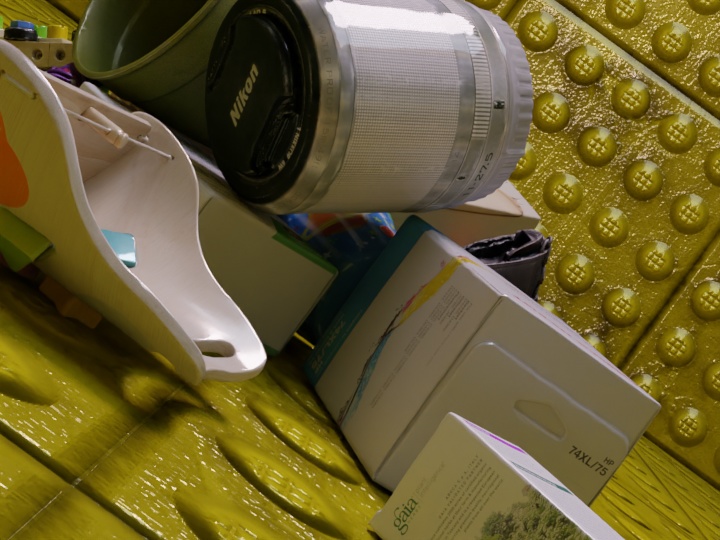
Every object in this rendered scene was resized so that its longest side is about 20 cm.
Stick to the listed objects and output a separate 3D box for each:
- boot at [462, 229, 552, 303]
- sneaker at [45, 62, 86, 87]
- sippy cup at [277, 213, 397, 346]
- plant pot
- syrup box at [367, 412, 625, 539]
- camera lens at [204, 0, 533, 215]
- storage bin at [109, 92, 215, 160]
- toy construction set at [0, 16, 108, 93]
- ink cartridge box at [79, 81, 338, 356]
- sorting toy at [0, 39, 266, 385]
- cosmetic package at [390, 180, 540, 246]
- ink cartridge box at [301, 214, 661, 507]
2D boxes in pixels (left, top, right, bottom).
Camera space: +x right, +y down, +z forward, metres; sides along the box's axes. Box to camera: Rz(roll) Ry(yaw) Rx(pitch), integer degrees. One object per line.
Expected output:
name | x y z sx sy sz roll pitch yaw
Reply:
boot | 0.129 0.050 1.147 0.199 0.175 0.069 -8 29 -39
sneaker | -0.253 -0.131 1.094 0.080 0.084 0.200 37 5 13
sippy cup | -0.013 0.007 1.123 0.177 0.140 0.130 31 8 -32
plant pot | -0.094 -0.175 1.144 0.193 0.200 0.200 43 0 -35
syrup box | 0.102 0.165 0.726 0.081 0.079 0.200 31 7 -47
camera lens | 0.002 -0.121 1.002 0.199 0.161 0.160 -3 29 -36
storage bin | -0.150 -0.081 1.298 0.200 0.094 0.199 34 5 -20
toy construction set | -0.252 -0.186 1.233 0.131 0.199 0.093 2 78 -79
ink cartridge box | -0.133 -0.040 1.042 0.146 0.084 0.200 31 7 -46
sorting toy | -0.127 -0.009 0.752 0.180 0.107 0.200 44 6 12
cosmetic package | 0.061 -0.063 1.323 0.199 0.073 0.104 6 35 -43
ink cartridge box | 0.076 0.080 0.979 0.146 0.146 0.200 34 5 -22
